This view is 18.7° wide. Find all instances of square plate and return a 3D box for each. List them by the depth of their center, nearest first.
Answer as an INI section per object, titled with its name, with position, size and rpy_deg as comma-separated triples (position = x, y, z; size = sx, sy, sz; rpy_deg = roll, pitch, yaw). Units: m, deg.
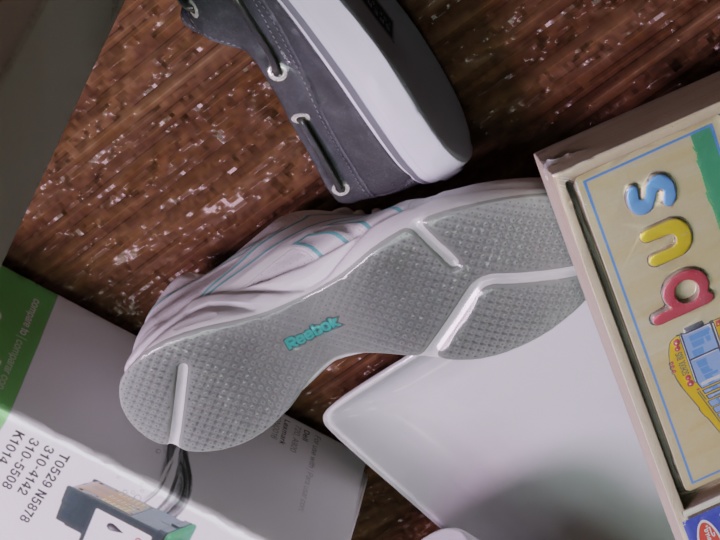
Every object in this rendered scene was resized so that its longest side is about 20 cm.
[square plate]
position = 0.120, 0.066, 0.896
size = 0.200, 0.029, 0.198
rpy_deg = -37, 112, 28

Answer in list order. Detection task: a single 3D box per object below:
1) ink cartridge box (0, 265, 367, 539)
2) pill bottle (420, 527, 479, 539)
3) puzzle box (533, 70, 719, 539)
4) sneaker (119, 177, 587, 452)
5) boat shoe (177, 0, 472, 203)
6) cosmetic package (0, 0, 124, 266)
[ink cartridge box]
position = -0.117, 0.105, 0.924
size = 0.199, 0.085, 0.146
rpy_deg = 28, 124, -10
[pill bottle]
position = 0.093, 0.194, 0.905
size = 0.200, 0.113, 0.112
rpy_deg = 37, 122, -18
[puzzle box]
position = 0.157, 0.018, 0.813
size = 0.132, 0.025, 0.201
rpy_deg = -24, 115, -1
[sneaker]
position = 0.000, 0.000, 0.839
size = 0.199, 0.080, 0.071
rpy_deg = -18, 122, 12
[boat shoe]
position = -0.035, -0.102, 0.785
size = 0.066, 0.070, 0.200
rpy_deg = -24, 125, 21
[cosmetic package]
position = -0.144, -0.086, 0.726
size = 0.103, 0.200, 0.073
rpy_deg = 9, 125, 2
